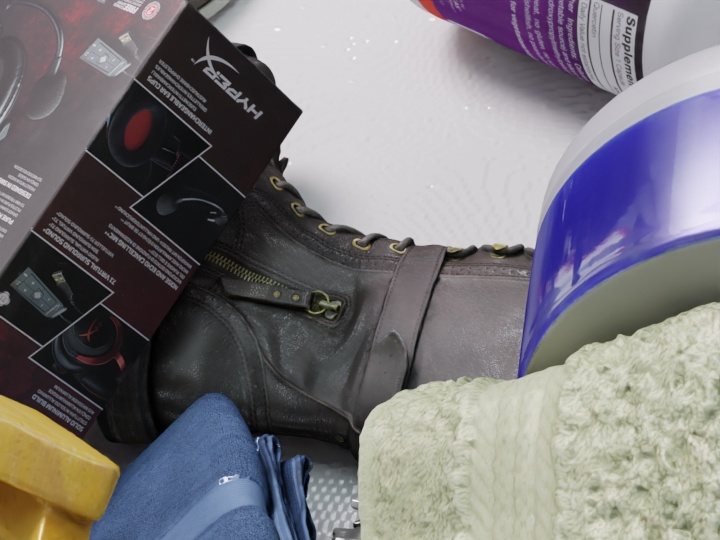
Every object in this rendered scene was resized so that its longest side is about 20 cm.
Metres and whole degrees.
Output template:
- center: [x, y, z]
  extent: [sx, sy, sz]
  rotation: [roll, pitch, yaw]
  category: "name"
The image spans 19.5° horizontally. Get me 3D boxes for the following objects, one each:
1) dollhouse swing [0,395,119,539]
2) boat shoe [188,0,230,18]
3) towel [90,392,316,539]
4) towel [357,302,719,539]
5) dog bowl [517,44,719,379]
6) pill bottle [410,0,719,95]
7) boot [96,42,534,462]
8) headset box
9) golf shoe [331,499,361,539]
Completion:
- center: [-0.199, 0.106, 0.598]
  extent: [0.202, 0.175, 0.182]
  rotation: [-66, 19, -5]
  category: "dollhouse swing"
- center: [-0.112, -0.137, 0.959]
  extent: [0.072, 0.061, 0.202]
  rotation: [25, 56, 31]
  category: "boat shoe"
- center: [-0.058, 0.112, 0.647]
  extent: [0.112, 0.049, 0.200]
  rotation: [-43, 15, 5]
  category: "towel"
- center: [0.052, 0.112, 0.567]
  extent: [0.148, 0.036, 0.202]
  rotation: [-19, 54, 37]
  category: "towel"
- center: [0.149, 0.024, 0.652]
  extent: [0.198, 0.201, 0.079]
  rotation: [3, 48, 14]
  category: "dog bowl"
- center: [0.114, -0.131, 0.872]
  extent: [0.199, 0.113, 0.112]
  rotation: [27, 57, 32]
  category: "pill bottle"
- center: [0.000, 0.000, 0.806]
  extent: [0.172, 0.069, 0.201]
  rotation: [3, 57, 14]
  category: "boot"
- center: [-0.137, -0.014, 0.779]
  extent: [0.148, 0.075, 0.201]
  rotation: [26, 79, 47]
  category: "headset box"
- center: [0.018, 0.148, 0.646]
  extent: [0.094, 0.078, 0.201]
  rotation: [9, 50, 19]
  category: "golf shoe"
